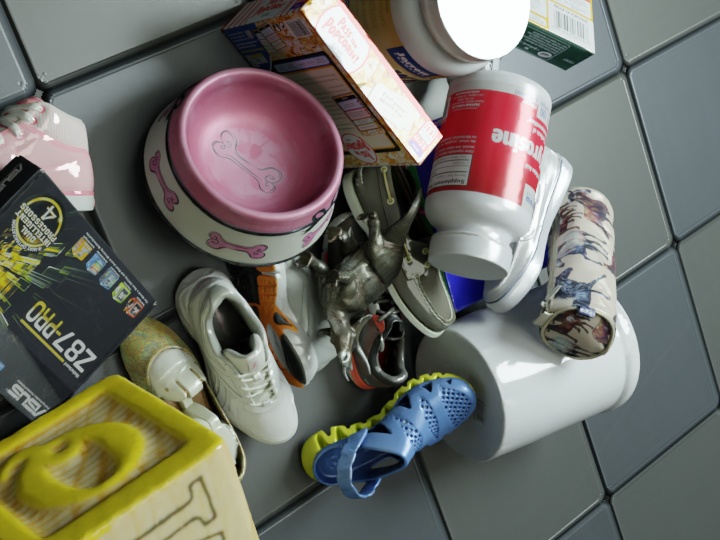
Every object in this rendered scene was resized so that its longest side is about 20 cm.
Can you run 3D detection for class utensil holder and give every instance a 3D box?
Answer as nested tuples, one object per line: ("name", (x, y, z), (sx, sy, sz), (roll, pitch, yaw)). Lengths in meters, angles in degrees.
("utensil holder", (0.187, 0.110, 1.399), (0.200, 0.170, 0.170), (-18, 102, -30))

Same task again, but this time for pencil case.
("pencil case", (0.237, -0.003, 1.345), (0.089, 0.078, 0.200), (34, 43, -25))

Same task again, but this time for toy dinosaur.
("toy dinosaur", (0.000, 0.000, 1.249), (0.200, 0.077, 0.102), (-59, 140, -20))

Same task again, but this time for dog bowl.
("dog bowl", (-0.105, -0.108, 1.187), (0.200, 0.074, 0.200), (10, 64, -20))

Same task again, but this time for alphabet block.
("alphabet block", (-0.218, 0.244, 1.078), (0.196, 0.195, 0.200), (-33, 125, -31))

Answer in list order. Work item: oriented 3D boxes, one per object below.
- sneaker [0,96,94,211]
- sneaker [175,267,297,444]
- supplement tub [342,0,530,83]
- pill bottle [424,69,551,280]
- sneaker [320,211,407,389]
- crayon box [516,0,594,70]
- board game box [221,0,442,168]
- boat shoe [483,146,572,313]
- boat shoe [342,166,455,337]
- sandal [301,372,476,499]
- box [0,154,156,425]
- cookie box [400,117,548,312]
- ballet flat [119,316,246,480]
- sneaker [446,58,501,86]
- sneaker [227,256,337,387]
("sneaker", (-0.326, -0.102, 1.078), (0.200, 0.075, 0.105), (-3, 98, -43))
("sneaker", (-0.117, 0.096, 1.216), (0.078, 0.099, 0.200), (-33, 108, -14))
("supplement tub", (0.064, -0.269, 1.270), (0.144, 0.200, 0.144), (-2, 93, -35))
("pill bottle", (0.129, -0.097, 1.278), (0.112, 0.112, 0.200), (22, 73, -34))
("sneaker", (0.019, 0.033, 1.324), (0.077, 0.082, 0.200), (-21, 104, -33))
("crayon box", (0.198, -0.338, 1.377), (0.126, 0.052, 0.200), (17, 64, -32))
("board game box", (-0.030, -0.189, 1.239), (0.046, 0.151, 0.200), (-51, 119, -22))
("boat shoe", (0.168, -0.051, 1.349), (0.065, 0.074, 0.200), (33, 64, -27))
("boat shoe", (0.052, -0.026, 1.309), (0.202, 0.060, 0.072), (63, 28, 1))
("sandal", (0.038, 0.182, 1.299), (0.200, 0.087, 0.080), (-32, 116, -1))
("box", (-0.291, 0.022, 1.078), (0.161, 0.049, 0.200), (-47, 138, -15))
("cookie box", (0.121, -0.075, 1.396), (0.171, 0.075, 0.200), (-24, 105, -33))
("ballet flat", (-0.168, 0.131, 1.207), (0.071, 0.071, 0.200), (-35, 111, -29))
("sneaker", (0.157, -0.273, 1.399), (0.115, 0.075, 0.200), (8, 73, -35))
("sneaker", (-0.071, 0.015, 1.275), (0.092, 0.076, 0.200), (-33, 118, -38))
